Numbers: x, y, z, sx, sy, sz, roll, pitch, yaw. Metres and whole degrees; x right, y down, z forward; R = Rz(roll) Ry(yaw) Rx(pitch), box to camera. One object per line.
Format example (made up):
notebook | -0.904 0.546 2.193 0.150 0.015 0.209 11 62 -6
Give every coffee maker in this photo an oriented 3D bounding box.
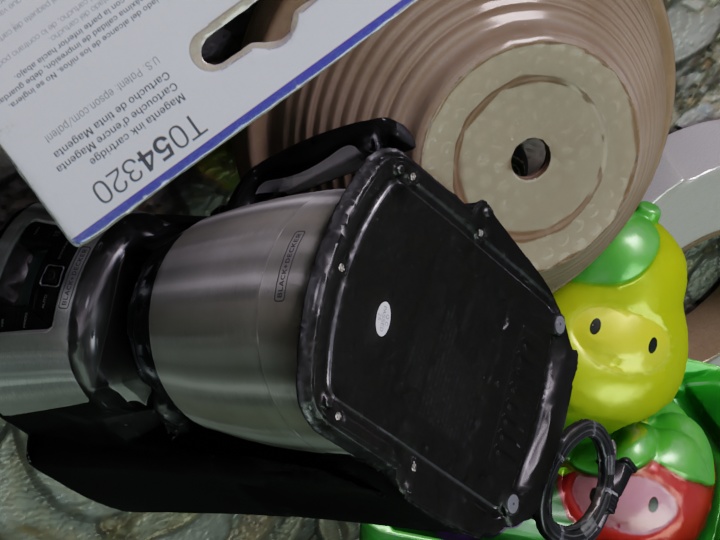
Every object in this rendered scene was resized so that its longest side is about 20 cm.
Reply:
coffee maker | -0.031 0.047 0.749 0.135 0.199 0.193 -51 124 -36

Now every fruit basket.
fruit basket | 0.103 0.072 0.933 0.214 0.156 0.216 5 146 4

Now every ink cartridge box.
ink cartridge box | -0.075 -0.145 0.628 0.196 0.043 0.201 -35 101 0

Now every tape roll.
tape roll | 0.175 0.007 1.039 0.202 0.037 0.204 -19 138 -18

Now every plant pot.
plant pot | 0.053 -0.061 0.795 0.200 0.093 0.202 -7 112 -18

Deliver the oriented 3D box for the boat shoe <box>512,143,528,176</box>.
boat shoe | 0.000 0.000 0.889 0.199 0.063 0.073 -28 140 -9
